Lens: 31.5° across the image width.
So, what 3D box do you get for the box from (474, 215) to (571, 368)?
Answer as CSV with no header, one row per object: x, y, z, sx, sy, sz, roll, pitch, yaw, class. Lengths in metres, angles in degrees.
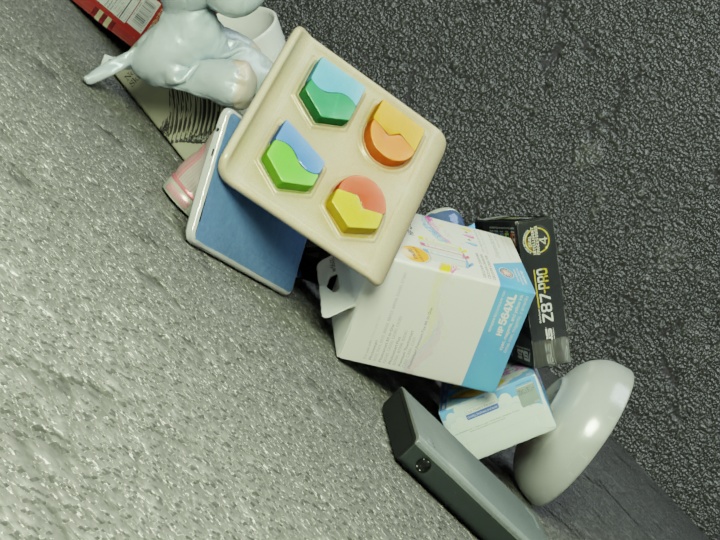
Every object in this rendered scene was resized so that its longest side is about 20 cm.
0.182,0.019,1.461,0.200,0.049,0.163,-160,-120,-81,box

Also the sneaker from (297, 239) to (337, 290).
0.000,0.000,1.424,0.198,0.076,0.079,8,27,10,sneaker

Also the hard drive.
0.105,0.209,1.226,0.200,0.033,0.140,45,7,-14,hard drive

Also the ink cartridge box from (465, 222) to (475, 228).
0.143,0.055,1.614,0.201,0.115,0.068,59,-36,7,ink cartridge box

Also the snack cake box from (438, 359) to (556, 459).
0.155,0.151,1.455,0.200,0.114,0.068,-43,110,-84,snack cake box

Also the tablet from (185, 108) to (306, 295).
-0.099,-0.062,1.240,0.014,0.131,0.200,10,-11,27,tablet

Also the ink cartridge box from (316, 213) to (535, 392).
0.058,0.024,1.330,0.198,0.126,0.129,14,26,-14,ink cartridge box

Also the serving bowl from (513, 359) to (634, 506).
0.244,0.183,1.544,0.066,0.201,0.200,37,7,-1,serving bowl

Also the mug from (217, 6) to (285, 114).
-0.142,-0.241,1.661,0.200,0.146,0.176,-59,140,-47,mug

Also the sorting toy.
-0.018,-0.112,1.218,0.199,0.186,0.036,36,-29,-18,sorting toy

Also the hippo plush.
-0.174,-0.278,1.370,0.198,0.162,0.160,11,24,-1,hippo plush

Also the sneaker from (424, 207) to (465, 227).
0.090,0.040,1.489,0.080,0.201,0.115,3,29,-25,sneaker

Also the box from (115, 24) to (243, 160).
-0.199,-0.189,1.491,0.200,0.082,0.068,48,9,25,box

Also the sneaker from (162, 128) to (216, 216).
-0.123,-0.095,1.313,0.075,0.105,0.200,44,6,12,sneaker

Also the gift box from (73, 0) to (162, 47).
-0.255,-0.358,1.725,0.200,0.185,0.187,43,9,16,gift box
